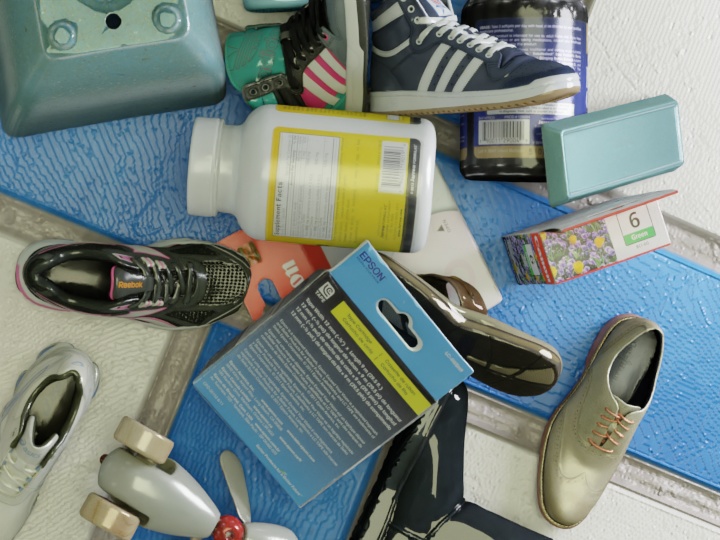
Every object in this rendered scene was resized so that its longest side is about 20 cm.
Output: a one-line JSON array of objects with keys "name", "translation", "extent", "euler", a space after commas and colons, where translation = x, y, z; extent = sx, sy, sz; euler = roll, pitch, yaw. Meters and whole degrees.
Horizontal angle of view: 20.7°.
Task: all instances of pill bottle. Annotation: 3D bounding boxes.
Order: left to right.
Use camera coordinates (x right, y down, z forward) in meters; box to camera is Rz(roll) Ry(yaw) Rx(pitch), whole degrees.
[{"name": "pill bottle", "translation": [-0.040, -0.078, 1.629], "extent": [0.198, 0.112, 0.113], "euler": [5, 89, -1]}, {"name": "pill bottle", "translation": [0.141, -0.178, 1.697], "extent": [0.111, 0.112, 0.202], "euler": [1, 90, -9]}]

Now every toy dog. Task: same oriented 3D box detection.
[{"name": "toy dog", "translation": [-0.154, 0.200, 1.673], "extent": [0.132, 0.096, 0.200], "euler": [-42, 111, -10]}]

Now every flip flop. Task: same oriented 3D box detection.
[{"name": "flip flop", "translation": [0.082, 0.039, 1.669], "extent": [0.199, 0.081, 0.058], "euler": [25, 48, -7]}]

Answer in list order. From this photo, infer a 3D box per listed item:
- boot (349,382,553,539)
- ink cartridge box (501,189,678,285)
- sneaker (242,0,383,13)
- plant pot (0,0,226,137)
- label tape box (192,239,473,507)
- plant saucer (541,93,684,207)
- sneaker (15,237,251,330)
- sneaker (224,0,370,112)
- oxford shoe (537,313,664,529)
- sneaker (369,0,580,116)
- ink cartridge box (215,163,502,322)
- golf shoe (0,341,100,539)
[{"name": "boot", "translation": [0.096, 0.204, 1.707], "extent": [0.167, 0.076, 0.201], "euler": [25, 90, -7]}, {"name": "ink cartridge box", "translation": [0.197, -0.026, 1.661], "extent": [0.108, 0.200, 0.051], "euler": [-19, 93, -9]}, {"name": "sneaker", "translation": [-0.008, -0.294, 1.689], "extent": [0.198, 0.080, 0.132], "euler": [-7, 93, -10]}, {"name": "plant pot", "translation": [-0.209, -0.226, 1.594], "extent": [0.195, 0.200, 0.198], "euler": [-10, 91, -10]}, {"name": "label tape box", "translation": [-0.020, 0.081, 1.656], "extent": [0.200, 0.066, 0.144], "euler": [-39, 96, 17]}, {"name": "plant saucer", "translation": [0.221, -0.105, 1.694], "extent": [0.199, 0.019, 0.071], "euler": [-17, 103, -49]}, {"name": "sneaker", "translation": [-0.189, 0.014, 1.654], "extent": [0.198, 0.086, 0.081], "euler": [-2, 93, -9]}, {"name": "sneaker", "translation": [-0.053, -0.190, 1.639], "extent": [0.120, 0.201, 0.084], "euler": [3, 54, -1]}, {"name": "oxford shoe", "translation": [0.209, 0.131, 1.727], "extent": [0.070, 0.074, 0.202], "euler": [21, 87, -9]}, {"name": "sneaker", "translation": [0.087, -0.185, 1.621], "extent": [0.070, 0.199, 0.110], "euler": [-9, 97, -53]}, {"name": "ink cartridge box", "translation": [0.000, 0.000, 1.707], "extent": [0.199, 0.057, 0.163], "euler": [-28, 95, -13]}, {"name": "golf shoe", "translation": [-0.286, 0.152, 1.634], "extent": [0.078, 0.097, 0.201], "euler": [28, 87, -10]}]
